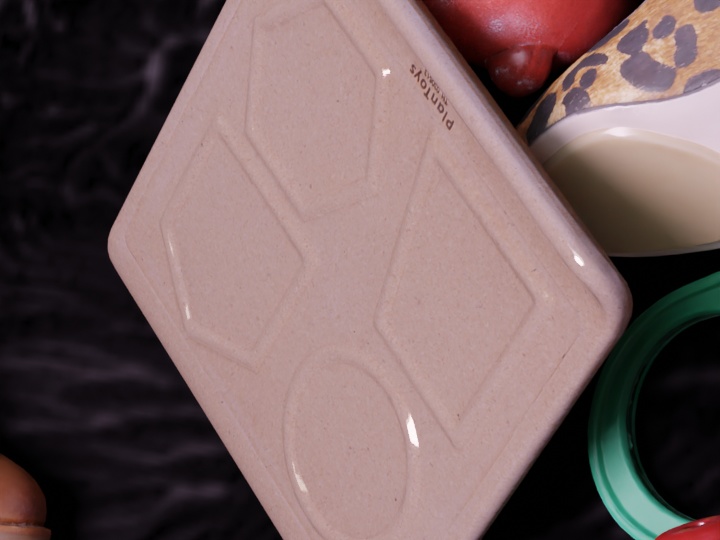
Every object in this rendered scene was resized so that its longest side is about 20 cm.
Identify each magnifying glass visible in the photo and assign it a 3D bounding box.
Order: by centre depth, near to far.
[{"bbox_3d":[0.142,0.003,0.857,0.200,0.022,0.080,-50,59,19],"label":"magnifying glass"}]

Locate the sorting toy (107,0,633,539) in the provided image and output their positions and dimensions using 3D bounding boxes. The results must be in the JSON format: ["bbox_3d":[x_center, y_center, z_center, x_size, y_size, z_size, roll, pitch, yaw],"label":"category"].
[{"bbox_3d":[0.000,0.000,0.904,0.185,0.036,0.200,56,140,28],"label":"sorting toy"}]

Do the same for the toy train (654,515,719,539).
[{"bbox_3d":[0.147,0.101,0.769,0.200,0.116,0.085,-16,89,31],"label":"toy train"}]

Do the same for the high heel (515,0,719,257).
[{"bbox_3d":[0.116,-0.085,0.875,0.200,0.071,0.143,-28,35,41],"label":"high heel"}]

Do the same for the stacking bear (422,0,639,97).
[{"bbox_3d":[0.075,-0.152,0.879,0.121,0.114,0.200,36,107,35],"label":"stacking bear"}]

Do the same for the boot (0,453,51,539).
[{"bbox_3d":[-0.165,0.005,1.033,0.200,0.074,0.155,23,91,32],"label":"boot"}]
